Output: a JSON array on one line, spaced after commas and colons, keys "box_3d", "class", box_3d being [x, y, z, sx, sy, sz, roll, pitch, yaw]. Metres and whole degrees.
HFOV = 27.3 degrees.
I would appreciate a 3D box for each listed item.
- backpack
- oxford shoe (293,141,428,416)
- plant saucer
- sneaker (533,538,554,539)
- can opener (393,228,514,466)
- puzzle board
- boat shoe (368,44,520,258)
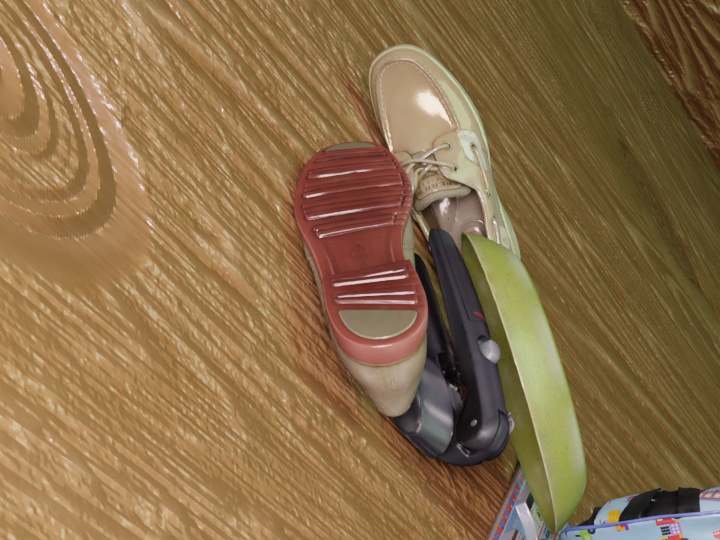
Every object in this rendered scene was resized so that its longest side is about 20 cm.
[{"box_3d": [0.224, 0.206, 0.941, 0.200, 0.182, 0.135, 30, 54, -59], "class": "backpack"}, {"box_3d": [0.000, 0.000, 0.866, 0.200, 0.070, 0.075, -95, 179, -49], "class": "oxford shoe"}, {"box_3d": [0.107, 0.068, 0.948, 0.200, 0.031, 0.201, 163, -90, -89], "class": "plant saucer"}, {"box_3d": [0.090, 0.196, 0.803, 0.075, 0.080, 0.200, 59, 20, -8], "class": "sneaker"}, {"box_3d": [0.056, 0.043, 0.931, 0.079, 0.063, 0.200, 50, 24, -34], "class": "can opener"}, {"box_3d": [0.135, 0.218, 0.991, 0.151, 0.017, 0.200, 63, 18, -5], "class": "puzzle board"}, {"box_3d": [0.060, -0.068, 1.076, 0.201, 0.072, 0.065, 67, 17, -9], "class": "boat shoe"}]
